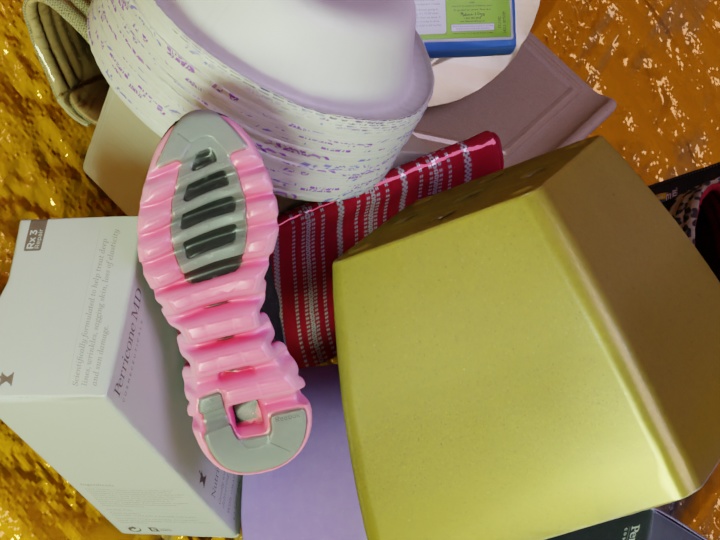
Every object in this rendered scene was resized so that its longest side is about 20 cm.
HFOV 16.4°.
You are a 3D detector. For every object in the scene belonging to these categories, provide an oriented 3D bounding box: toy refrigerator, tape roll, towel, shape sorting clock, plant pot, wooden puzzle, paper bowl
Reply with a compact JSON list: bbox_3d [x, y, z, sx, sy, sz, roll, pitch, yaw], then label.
[{"bbox_3d":[-0.060,-0.063,1.489,0.199,0.076,0.070,2,120,-42],"label":"toy refrigerator"},{"bbox_3d":[0.010,0.155,1.505,0.200,0.084,0.202,-9,90,-66],"label":"tape roll"},{"bbox_3d":[0.000,0.000,1.521,0.199,0.145,0.023,-23,52,-19],"label":"towel"},{"bbox_3d":[0.031,-0.206,1.618,0.199,0.039,0.202,-2,94,-26],"label":"shape sorting clock"},{"bbox_3d":[0.093,0.038,1.412,0.178,0.199,0.200,67,27,-8],"label":"plant pot"},{"bbox_3d":[0.051,-0.126,1.671,0.200,0.037,0.185,40,47,10],"label":"wooden puzzle"},{"bbox_3d":[-0.048,-0.142,1.431,0.199,0.105,0.201,22,32,-15],"label":"paper bowl"}]

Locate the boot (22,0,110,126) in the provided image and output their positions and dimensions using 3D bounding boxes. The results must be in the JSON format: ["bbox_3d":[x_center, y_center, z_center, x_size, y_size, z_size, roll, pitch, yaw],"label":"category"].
[{"bbox_3d":[-0.107,-0.119,1.538,0.201,0.073,0.155,56,46,-12],"label":"boot"}]

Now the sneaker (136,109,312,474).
[{"bbox_3d":[-0.076,0.006,1.356,0.095,0.078,0.202,-102,-176,-72],"label":"sneaker"}]

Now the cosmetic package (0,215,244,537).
[{"bbox_3d":[-0.128,0.063,1.398,0.200,0.080,0.114,56,38,-59],"label":"cosmetic package"}]

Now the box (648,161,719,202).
[{"bbox_3d":[0.255,0.023,1.775,0.044,0.160,0.202,23,62,-38],"label":"box"}]

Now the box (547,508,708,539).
[{"bbox_3d":[0.138,0.271,1.568,0.104,0.181,0.201,32,56,-32],"label":"box"}]

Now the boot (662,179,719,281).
[{"bbox_3d":[0.195,0.039,1.718,0.073,0.150,0.202,21,63,-37],"label":"boot"}]
